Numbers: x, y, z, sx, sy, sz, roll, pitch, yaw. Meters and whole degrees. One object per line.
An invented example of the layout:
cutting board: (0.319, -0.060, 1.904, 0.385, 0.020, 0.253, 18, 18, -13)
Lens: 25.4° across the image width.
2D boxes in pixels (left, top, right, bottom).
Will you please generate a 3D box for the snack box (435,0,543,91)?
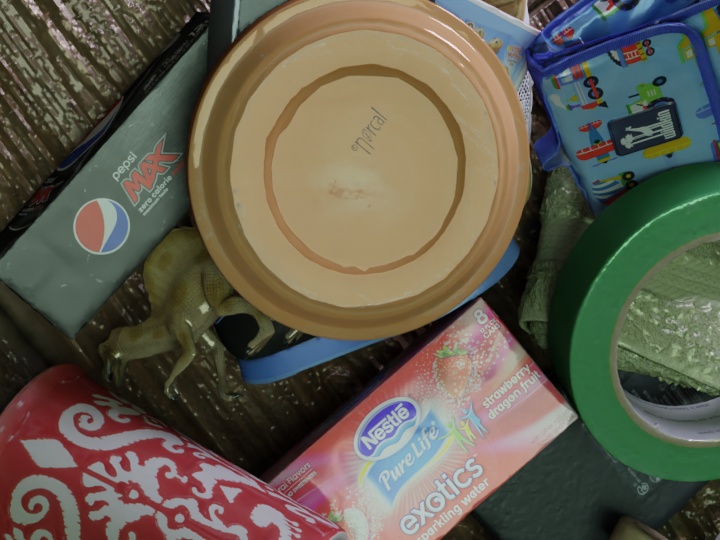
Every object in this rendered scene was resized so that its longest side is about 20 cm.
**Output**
snack box: (0.008, -0.156, 0.966, 0.198, 0.024, 0.072, 28, 98, 2)

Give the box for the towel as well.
towel: (0.204, 0.002, 1.069, 0.198, 0.036, 0.150, 18, 73, -18)

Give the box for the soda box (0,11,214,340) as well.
soda box: (-0.135, -0.059, 0.966, 0.071, 0.063, 0.200, 43, 88, -20)

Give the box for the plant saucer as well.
plant saucer: (0.001, -0.058, 0.904, 0.198, 0.032, 0.203, -2, 102, -11)

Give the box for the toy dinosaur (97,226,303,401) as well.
toy dinosaur: (-0.082, 0.008, 0.959, 0.101, 0.058, 0.200, 44, 95, 16)

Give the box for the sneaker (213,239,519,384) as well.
sneaker: (0.000, 0.000, 1.009, 0.198, 0.070, 0.079, -24, 110, -1)

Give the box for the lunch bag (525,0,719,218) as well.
lunch bag: (0.193, -0.121, 0.976, 0.199, 0.095, 0.151, -28, 138, 6)

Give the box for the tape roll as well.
tape roll: (0.219, 0.034, 1.005, 0.198, 0.048, 0.203, -5, 115, -10)

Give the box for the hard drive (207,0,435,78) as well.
hard drive: (-0.020, -0.130, 0.924, 0.133, 0.042, 0.203, 2, 100, -10)

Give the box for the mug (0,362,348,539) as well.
mug: (-0.112, 0.159, 0.955, 0.198, 0.177, 0.135, 24, 88, 16)

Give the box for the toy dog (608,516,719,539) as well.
toy dog: (0.230, 0.247, 1.109, 0.198, 0.096, 0.133, 5, 112, -29)

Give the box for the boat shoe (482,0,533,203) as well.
boat shoe: (0.074, -0.133, 1.011, 0.070, 0.069, 0.203, -2, 97, 11)

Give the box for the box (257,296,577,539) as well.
box: (0.029, 0.118, 1.028, 0.200, 0.095, 0.103, -40, 90, -3)

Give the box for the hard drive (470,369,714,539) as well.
hard drive: (0.171, 0.128, 1.118, 0.200, 0.033, 0.140, -42, 111, -3)
